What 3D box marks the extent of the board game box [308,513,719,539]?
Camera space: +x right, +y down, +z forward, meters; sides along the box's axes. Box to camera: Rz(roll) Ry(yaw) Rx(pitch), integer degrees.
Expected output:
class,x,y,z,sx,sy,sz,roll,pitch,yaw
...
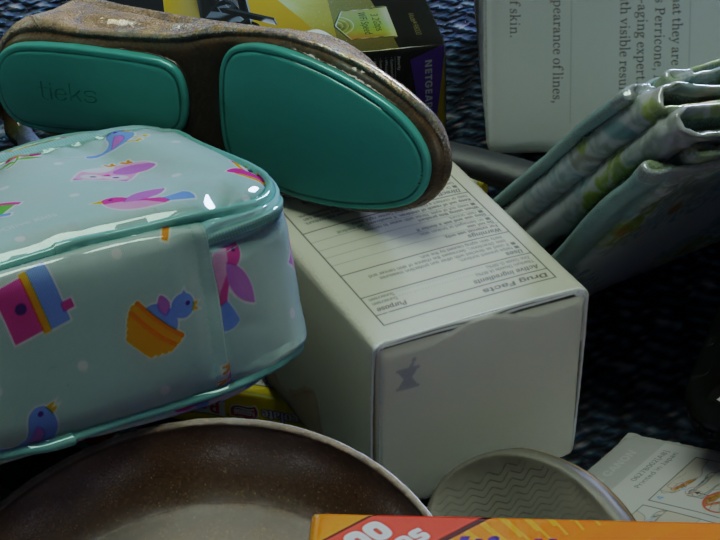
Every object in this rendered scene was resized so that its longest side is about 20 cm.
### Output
class,x,y,z,sx,sy,sz,roll,pitch,yaw
board game box,0.080,0.199,0.617,0.199,0.201,0.200,1,32,5

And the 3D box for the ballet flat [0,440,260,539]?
class,x,y,z,sx,sy,sz,roll,pitch,yaw
ballet flat,-0.092,0.102,0.929,0.200,0.073,0.073,30,43,32

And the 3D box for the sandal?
class,x,y,z,sx,sy,sz,roll,pitch,yaw
sandal,0.057,0.132,0.828,0.081,0.055,0.201,-23,45,19

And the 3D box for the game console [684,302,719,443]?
class,x,y,z,sx,sy,sz,roll,pitch,yaw
game console,0.246,0.044,1.006,0.199,0.117,0.176,11,53,21

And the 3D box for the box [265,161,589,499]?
class,x,y,z,sx,sy,sz,roll,pitch,yaw
box,0.000,0.000,1.020,0.095,0.078,0.200,-13,36,-22

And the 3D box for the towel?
class,x,y,z,sx,sy,sz,roll,pitch,yaw
towel,0.138,-0.040,1.052,0.171,0.200,0.048,-18,78,-29

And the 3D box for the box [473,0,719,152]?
class,x,y,z,sx,sy,sz,roll,pitch,yaw
box,0.118,-0.179,1.212,0.130,0.201,0.199,-1,22,1

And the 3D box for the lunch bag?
class,x,y,z,sx,sy,sz,roll,pitch,yaw
lunch bag,-0.133,0.007,0.914,0.199,0.077,0.160,-15,21,-21

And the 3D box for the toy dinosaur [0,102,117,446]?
class,x,y,z,sx,sy,sz,roll,pitch,yaw
toy dinosaur,-0.130,0.001,1.074,0.105,0.200,0.182,-24,72,7

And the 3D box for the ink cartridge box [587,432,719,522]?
class,x,y,z,sx,sy,sz,roll,pitch,yaw
ink cartridge box,0.135,0.128,0.902,0.199,0.050,0.161,7,30,41

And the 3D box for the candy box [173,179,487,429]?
class,x,y,z,sx,sy,sz,roll,pitch,yaw
candy box,-0.018,0.006,1.108,0.102,0.027,0.200,7,33,16

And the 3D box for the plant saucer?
class,x,y,z,sx,sy,sz,roll,pitch,yaw
plant saucer,-0.056,0.141,0.828,0.199,0.032,0.201,-7,56,10

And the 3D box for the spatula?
class,x,y,z,sx,sy,sz,roll,pitch,yaw
spatula,0.010,-0.053,1.158,0.199,0.021,0.057,11,27,16

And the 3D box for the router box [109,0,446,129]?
class,x,y,z,sx,sy,sz,roll,pitch,yaw
router box,-0.051,-0.129,1.302,0.156,0.052,0.200,-7,32,-8

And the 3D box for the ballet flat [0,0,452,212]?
class,x,y,z,sx,sy,sz,roll,pitch,yaw
ballet flat,-0.047,-0.074,1.004,0.199,0.068,0.067,16,30,21
